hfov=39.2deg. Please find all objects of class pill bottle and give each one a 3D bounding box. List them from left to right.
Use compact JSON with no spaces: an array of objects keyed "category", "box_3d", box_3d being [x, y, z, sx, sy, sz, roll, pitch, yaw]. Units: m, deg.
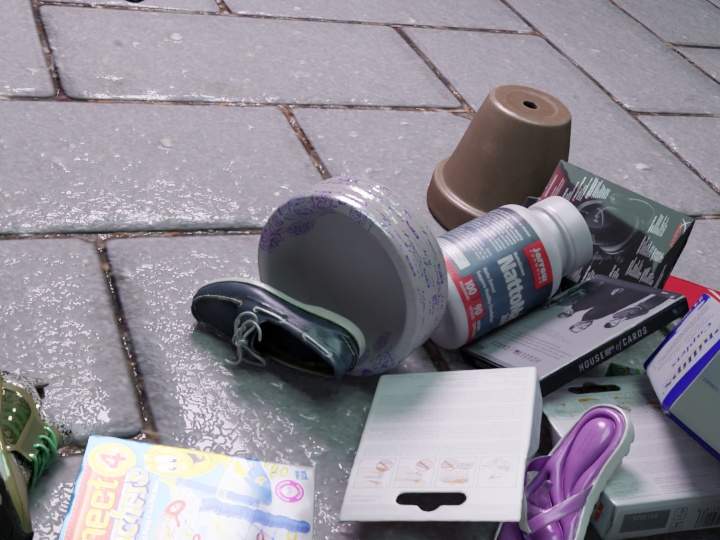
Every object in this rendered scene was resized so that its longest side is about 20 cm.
[{"category":"pill bottle","box_3d":[0.156,-0.005,1.139,0.199,0.120,0.120,-26,48,-19]}]

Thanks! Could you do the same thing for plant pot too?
[{"category":"plant pot","box_3d":[0.204,-0.146,1.363,0.199,0.175,0.201,10,35,-7]}]

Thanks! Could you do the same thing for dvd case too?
[{"category":"dvd case","box_3d":[0.227,0.065,1.088,0.199,0.025,0.150,-27,19,-19]}]

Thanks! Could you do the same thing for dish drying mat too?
[{"category":"dish drying mat","box_3d":[0.410,0.029,1.327,0.199,0.018,0.077,20,35,7]}]

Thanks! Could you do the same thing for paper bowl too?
[{"category":"paper bowl","box_3d":[0.000,0.000,1.047,0.200,0.201,0.104,30,37,22]}]

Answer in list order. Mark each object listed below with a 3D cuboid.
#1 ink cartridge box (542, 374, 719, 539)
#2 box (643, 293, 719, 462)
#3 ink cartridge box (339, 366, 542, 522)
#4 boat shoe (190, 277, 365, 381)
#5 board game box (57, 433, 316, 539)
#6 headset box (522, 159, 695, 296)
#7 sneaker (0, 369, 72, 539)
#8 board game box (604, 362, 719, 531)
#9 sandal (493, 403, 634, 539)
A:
[{"category":"ink cartridge box","box_3d":[0.262,0.177,0.997,0.161,0.050,0.200,-1,25,-19]},{"category":"box","box_3d":[0.376,0.131,0.956,0.184,0.105,0.200,40,11,4]},{"category":"ink cartridge box","box_3d":[0.079,0.168,0.924,0.159,0.047,0.200,-4,32,17]},{"category":"boat shoe","box_3d":[-0.094,0.065,1.028,0.199,0.075,0.062,20,39,19]},{"category":"board game box","box_3d":[-0.137,0.230,0.793,0.195,0.056,0.200,10,34,-8]},{"category":"headset box","box_3d":[0.284,-0.031,1.246,0.199,0.077,0.149,26,78,18]},{"category":"sneaker","box_3d":[-0.282,0.146,0.852,0.088,0.077,0.200,3,37,-31]},{"category":"board game box","box_3d":[0.333,0.183,1.065,0.134,0.029,0.200,13,34,-1]},{"category":"sandal","box_3d":[0.169,0.194,0.897,0.082,0.050,0.203,7,53,47]}]
